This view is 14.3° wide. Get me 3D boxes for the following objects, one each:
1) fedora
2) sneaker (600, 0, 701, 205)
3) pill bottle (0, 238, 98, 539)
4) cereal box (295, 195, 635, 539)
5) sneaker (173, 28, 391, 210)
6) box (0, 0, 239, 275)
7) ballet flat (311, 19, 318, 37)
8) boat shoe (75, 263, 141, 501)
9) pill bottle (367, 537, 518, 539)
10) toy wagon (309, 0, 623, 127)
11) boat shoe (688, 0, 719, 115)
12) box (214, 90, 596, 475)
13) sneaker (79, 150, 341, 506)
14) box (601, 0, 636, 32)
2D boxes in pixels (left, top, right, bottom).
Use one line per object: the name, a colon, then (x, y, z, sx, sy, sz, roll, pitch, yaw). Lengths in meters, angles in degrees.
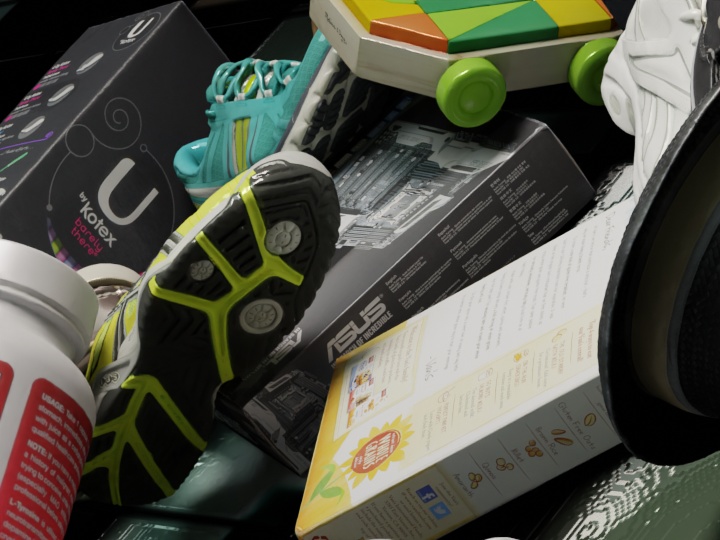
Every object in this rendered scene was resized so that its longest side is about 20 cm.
fedora: (0.177, -0.001, 1.026, 0.091, 0.201, 0.201, 30, 67, 35)
sneaker: (0.148, -0.080, 1.194, 0.077, 0.100, 0.200, -3, 31, -13)
pill bottle: (-0.180, 0.091, 1.254, 0.112, 0.112, 0.201, -16, 50, 44)
cereal box: (0.069, 0.043, 1.223, 0.199, 0.040, 0.144, -29, 22, 23)
sneaker: (-0.047, -0.078, 1.498, 0.077, 0.080, 0.200, -38, -7, -38)
box: (-0.147, -0.037, 1.611, 0.106, 0.122, 0.200, -9, 37, 52)
ballet flat: (0.014, -0.185, 1.625, 0.068, 0.072, 0.200, -14, -38, -55)
boat shoe: (-0.162, 0.090, 1.425, 0.200, 0.072, 0.060, -53, 34, 17)
pill bottle: (-0.017, 0.160, 1.040, 0.199, 0.109, 0.109, -21, 27, 36)
toy wagon: (0.078, -0.132, 1.408, 0.199, 0.040, 0.155, -10, 36, -20)
boat shoe: (0.164, -0.112, 1.126, 0.070, 0.066, 0.201, 2, 62, 19)
box: (0.000, 0.000, 1.403, 0.200, 0.050, 0.158, -43, 22, -9)
sneaker: (-0.080, 0.015, 1.307, 0.200, 0.075, 0.077, -52, 32, 28)
box: (0.190, -0.192, 1.277, 0.196, 0.200, 0.118, -15, 31, 44)
